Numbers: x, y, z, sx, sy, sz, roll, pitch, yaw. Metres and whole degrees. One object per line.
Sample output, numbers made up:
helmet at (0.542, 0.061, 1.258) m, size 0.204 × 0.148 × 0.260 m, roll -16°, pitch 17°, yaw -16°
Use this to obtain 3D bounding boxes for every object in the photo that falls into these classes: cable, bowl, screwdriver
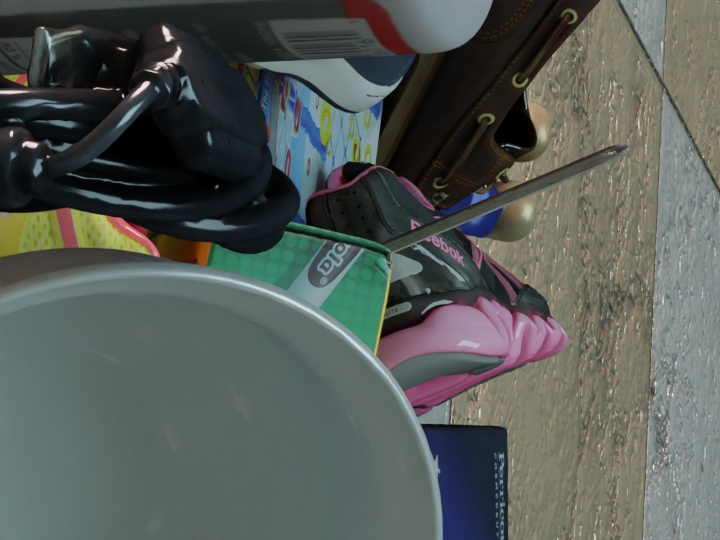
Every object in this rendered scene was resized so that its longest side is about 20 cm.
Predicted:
cable at (-0.100, -0.024, 0.714) m, size 0.200 × 0.163 × 0.051 m, roll 5°, pitch 80°, yaw -81°
bowl at (-0.086, 0.072, 0.787) m, size 0.090 × 0.200 × 0.202 m, roll -132°, pitch -153°, yaw -57°
screwdriver at (0.000, 0.000, 0.994) m, size 0.028 × 0.199 × 0.029 m, roll -100°, pitch 170°, yaw -58°

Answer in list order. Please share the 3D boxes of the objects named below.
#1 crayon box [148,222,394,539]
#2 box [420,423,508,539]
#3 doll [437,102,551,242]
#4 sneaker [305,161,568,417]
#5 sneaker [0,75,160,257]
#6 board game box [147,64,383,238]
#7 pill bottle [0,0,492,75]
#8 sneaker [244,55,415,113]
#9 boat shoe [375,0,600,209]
crayon box at (-0.049, 0.087, 0.911) m, size 0.119 × 0.058 × 0.201 m, roll 171°, pitch -69°, yaw -75°
box at (-0.016, 0.129, 1.083) m, size 0.200 × 0.104 × 0.149 m, roll 5°, pitch 84°, yaw -73°
doll at (0.031, -0.070, 1.345) m, size 0.200 × 0.048 × 0.137 m, roll 21°, pitch 79°, yaw -65°
sneaker at (0.021, 0.003, 1.093) m, size 0.096 × 0.079 × 0.200 m, roll 64°, pitch 6°, yaw 7°
sneaker at (-0.079, -0.065, 0.906) m, size 0.078 × 0.090 × 0.201 m, roll 50°, pitch 41°, yaw -62°
board game box at (-0.046, -0.076, 1.074) m, size 0.196 × 0.056 × 0.201 m, roll 58°, pitch 35°, yaw -61°
pill bottle at (-0.070, -0.108, 0.746) m, size 0.114 × 0.199 × 0.114 m, roll -1°, pitch 90°, yaw -73°
sneaker at (0.032, -0.118, 0.963) m, size 0.077 × 0.146 × 0.202 m, roll 62°, pitch 12°, yaw 4°
boat shoe at (0.040, -0.064, 1.189) m, size 0.071 × 0.070 × 0.200 m, roll -78°, pitch -167°, yaw -48°
